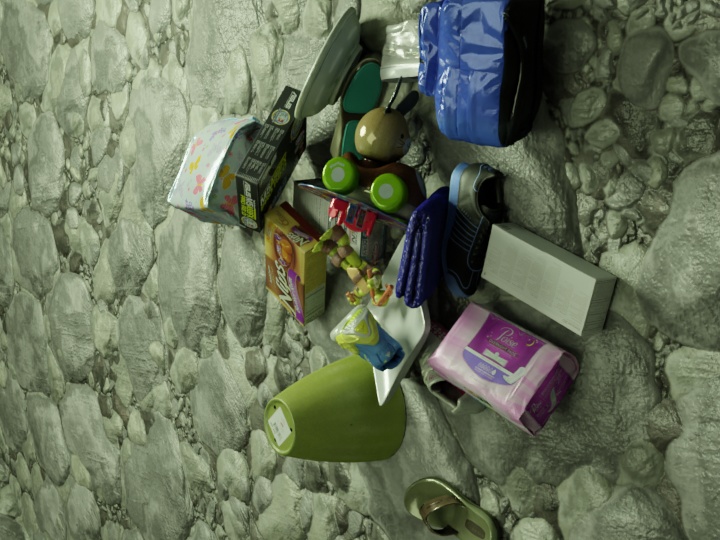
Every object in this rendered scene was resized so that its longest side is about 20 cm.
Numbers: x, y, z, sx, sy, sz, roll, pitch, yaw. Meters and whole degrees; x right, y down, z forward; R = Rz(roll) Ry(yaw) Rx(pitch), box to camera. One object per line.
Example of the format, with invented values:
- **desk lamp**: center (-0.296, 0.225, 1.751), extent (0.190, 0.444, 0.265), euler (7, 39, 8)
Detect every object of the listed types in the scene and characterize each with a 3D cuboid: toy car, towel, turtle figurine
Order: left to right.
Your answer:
- **turtle figurine**: center (0.000, 0.000, 1.699), extent (0.162, 0.064, 0.200), euler (49, 164, 3)
- **toy car**: center (0.049, -0.189, 1.628), extent (0.156, 0.164, 0.203), euler (20, 89, 17)
- **towel**: center (0.095, -0.039, 1.564), extent (0.049, 0.200, 0.151), euler (8, 105, 12)

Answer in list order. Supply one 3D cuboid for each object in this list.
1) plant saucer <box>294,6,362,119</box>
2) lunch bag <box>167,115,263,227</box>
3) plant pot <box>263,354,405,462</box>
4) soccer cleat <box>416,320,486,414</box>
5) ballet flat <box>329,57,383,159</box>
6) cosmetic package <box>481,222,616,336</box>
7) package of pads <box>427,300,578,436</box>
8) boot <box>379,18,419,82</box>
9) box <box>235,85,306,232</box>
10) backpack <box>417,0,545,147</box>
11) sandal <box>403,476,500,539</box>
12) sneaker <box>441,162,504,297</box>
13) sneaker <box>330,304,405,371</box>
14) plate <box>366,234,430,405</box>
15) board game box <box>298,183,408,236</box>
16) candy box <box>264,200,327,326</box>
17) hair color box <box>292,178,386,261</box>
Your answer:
- **plant saucer**: center (-0.041, -0.328, 1.731), extent (0.050, 0.201, 0.202), euler (27, 126, -1)
- **lunch bag**: center (-0.258, -0.195, 2.035), extent (0.168, 0.126, 0.203), euler (7, 76, 52)
- **plant pot**: center (-0.057, 0.246, 1.785), extent (0.186, 0.198, 0.191), euler (11, 105, 50)
- **soccer cleat**: center (0.121, 0.144, 1.633), extent (0.200, 0.085, 0.071), euler (47, 129, 38)
- **ballet flat**: center (-0.011, -0.267, 1.765), extent (0.069, 0.069, 0.203), euler (43, 128, 39)
- **cosmetic package**: center (0.257, 0.009, 1.468), extent (0.199, 0.050, 0.084), euler (34, 119, 44)
- **package of pads**: center (0.201, 0.134, 1.505), extent (0.199, 0.076, 0.121), euler (29, 80, 45)
- **boot**: center (0.103, -0.338, 1.596), extent (0.198, 0.073, 0.098), euler (6, 95, 46)
- **box**: center (-0.150, -0.189, 1.817), extent (0.044, 0.202, 0.161), euler (22, 152, 7)
- **backpack**: center (0.166, -0.275, 1.444), extent (0.166, 0.162, 0.204), euler (10, 115, 32)
- **sandal**: center (0.136, 0.386, 1.674), extent (0.200, 0.057, 0.081), euler (16, 108, 50)
- **sneaker**: center (0.169, -0.056, 1.555), extent (0.077, 0.069, 0.204), euler (14, 108, 49)
- **sneaker**: center (0.012, 0.114, 1.641), extent (0.105, 0.076, 0.200), euler (46, 179, -2)
- **plate**: center (0.063, 0.080, 1.693), extent (0.201, 0.032, 0.202), euler (116, 155, -42)
- **board game box**: center (-0.011, -0.078, 1.624), extent (0.157, 0.199, 0.040), euler (19, 86, 45)
- **candy box**: center (-0.115, -0.010, 1.871), extent (0.117, 0.056, 0.202), euler (43, 148, 27)
- **hair color box**: center (-0.039, -0.089, 1.822), extent (0.199, 0.060, 0.102), euler (24, 116, 48)
